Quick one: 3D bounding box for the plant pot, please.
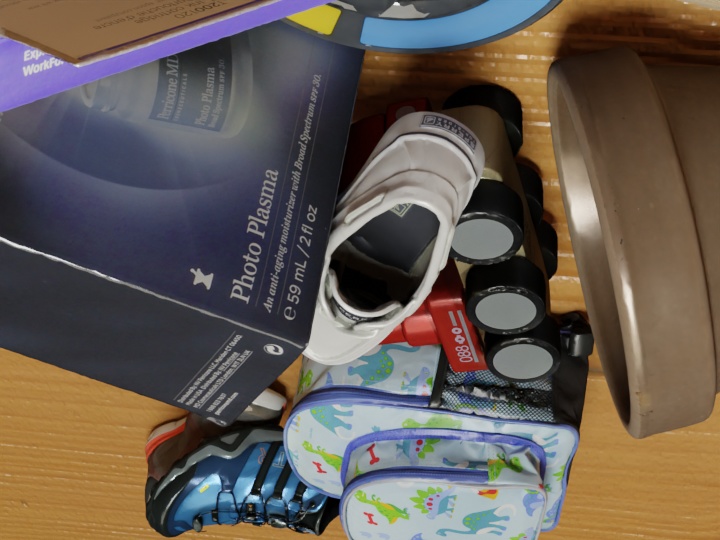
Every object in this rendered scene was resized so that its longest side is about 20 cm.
[{"bbox_3d":[0.200,-0.026,0.835,0.174,0.201,0.200,-11,147,3],"label":"plant pot"}]

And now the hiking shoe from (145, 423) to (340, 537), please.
[{"bbox_3d":[-0.061,0.162,1.219,0.199,0.087,0.075,-20,142,-10],"label":"hiking shoe"}]

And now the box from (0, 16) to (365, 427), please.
[{"bbox_3d":[-0.119,-0.055,0.839,0.198,0.201,0.123,19,148,-16],"label":"box"}]

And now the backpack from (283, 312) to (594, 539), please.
[{"bbox_3d":[0.048,0.115,1.126,0.199,0.147,0.183,10,147,5],"label":"backpack"}]

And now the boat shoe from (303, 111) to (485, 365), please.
[{"bbox_3d":[0.000,0.000,0.846,0.073,0.066,0.200,23,140,-3],"label":"boat shoe"}]

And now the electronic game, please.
[{"bbox_3d":[0.012,-0.170,0.768,0.199,0.042,0.200,7,149,5],"label":"electronic game"}]

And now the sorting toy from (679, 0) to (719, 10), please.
[{"bbox_3d":[0.173,-0.119,0.689,0.199,0.037,0.185,14,-171,-18],"label":"sorting toy"}]

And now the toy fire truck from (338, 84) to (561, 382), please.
[{"bbox_3d":[0.008,-0.021,0.960,0.199,0.129,0.176,-8,141,14],"label":"toy fire truck"}]

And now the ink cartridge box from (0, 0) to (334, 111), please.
[{"bbox_3d":[-0.082,-0.117,0.619,0.200,0.198,0.044,28,131,40],"label":"ink cartridge box"}]

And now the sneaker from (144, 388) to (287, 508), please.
[{"bbox_3d":[-0.117,0.150,1.289,0.077,0.082,0.200,20,147,-17],"label":"sneaker"}]
